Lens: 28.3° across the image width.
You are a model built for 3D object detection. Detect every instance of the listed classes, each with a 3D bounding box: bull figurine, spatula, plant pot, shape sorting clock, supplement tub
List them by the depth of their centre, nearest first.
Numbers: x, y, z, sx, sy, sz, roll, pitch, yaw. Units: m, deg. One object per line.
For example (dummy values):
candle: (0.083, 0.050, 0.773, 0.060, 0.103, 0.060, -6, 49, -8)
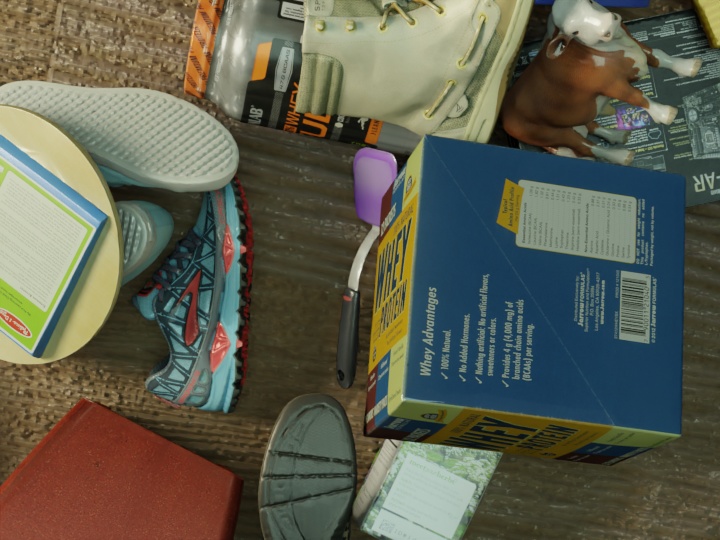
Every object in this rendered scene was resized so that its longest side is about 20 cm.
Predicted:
bull figurine: (0.172, -0.141, 1.058, 0.121, 0.200, 0.065, 26, 68, -6)
shape sorting clock: (-0.263, -0.026, 1.075, 0.200, 0.039, 0.200, 4, 102, 21)
plant pot: (-0.193, 0.205, 1.091, 0.200, 0.200, 0.176, 27, 79, -6)
supplement tub: (-0.031, -0.165, 1.113, 0.200, 0.123, 0.123, 11, 92, -5)
spatula: (0.000, 0.000, 1.164, 0.021, 0.057, 0.200, 3, 101, -40)

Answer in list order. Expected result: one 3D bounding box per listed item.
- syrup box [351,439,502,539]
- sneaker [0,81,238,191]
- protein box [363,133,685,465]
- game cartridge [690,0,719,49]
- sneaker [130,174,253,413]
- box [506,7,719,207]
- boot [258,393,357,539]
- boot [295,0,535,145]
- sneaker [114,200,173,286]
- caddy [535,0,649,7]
syrup box: (0.072, 0.129, 1.155, 0.079, 0.081, 0.200, 26, 88, -6)
sneaker: (-0.189, -0.097, 1.115, 0.200, 0.082, 0.074, 15, 70, 6)
protein box: (0.119, 0.027, 1.051, 0.200, 0.135, 0.199, 8, 72, -9)
game cartridge: (0.325, -0.293, 1.127, 0.176, 0.032, 0.200, -24, 90, 8)
sneaker: (-0.135, 0.013, 1.135, 0.095, 0.079, 0.200, 3, 92, -3)
box: (0.222, -0.124, 1.175, 0.200, 0.044, 0.160, -13, 94, -4)
boot: (-0.042, 0.187, 1.114, 0.073, 0.151, 0.200, -2, 94, -4)
boot: (0.038, -0.183, 0.997, 0.155, 0.072, 0.200, 12, 124, -4)
sneaker: (-0.230, 0.003, 1.133, 0.200, 0.082, 0.074, -21, 87, 21)
caddy: (0.142, -0.258, 1.095, 0.200, 0.141, 0.105, -7, 104, -38)
